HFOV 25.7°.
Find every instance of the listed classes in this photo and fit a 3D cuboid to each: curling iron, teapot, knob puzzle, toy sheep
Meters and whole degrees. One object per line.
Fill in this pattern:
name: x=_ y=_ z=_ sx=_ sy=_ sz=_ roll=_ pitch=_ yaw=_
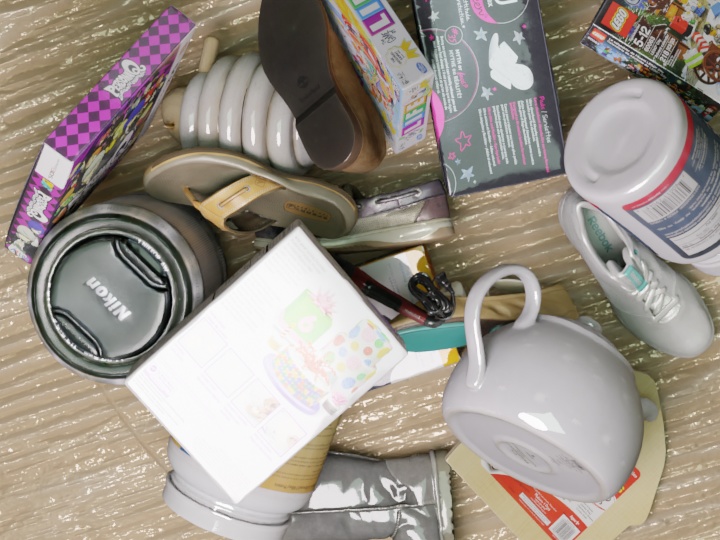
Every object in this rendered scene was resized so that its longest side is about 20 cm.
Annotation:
curling iron: x=0.000 y=0.000 z=1.450 sx=0.199 sy=0.026 sz=0.050 roll=22 pitch=70 yaw=18
teapot: x=0.175 y=0.104 z=1.423 sx=0.196 sy=0.200 sz=0.147 roll=26 pitch=71 yaw=9
knob puzzle: x=0.208 y=0.172 z=1.531 sx=0.217 sy=0.030 sz=0.222 roll=-1 pitch=98 yaw=-5
toy sheep: x=-0.095 y=-0.143 z=1.471 sx=0.198 sy=0.138 sz=0.139 roll=6 pitch=98 yaw=22

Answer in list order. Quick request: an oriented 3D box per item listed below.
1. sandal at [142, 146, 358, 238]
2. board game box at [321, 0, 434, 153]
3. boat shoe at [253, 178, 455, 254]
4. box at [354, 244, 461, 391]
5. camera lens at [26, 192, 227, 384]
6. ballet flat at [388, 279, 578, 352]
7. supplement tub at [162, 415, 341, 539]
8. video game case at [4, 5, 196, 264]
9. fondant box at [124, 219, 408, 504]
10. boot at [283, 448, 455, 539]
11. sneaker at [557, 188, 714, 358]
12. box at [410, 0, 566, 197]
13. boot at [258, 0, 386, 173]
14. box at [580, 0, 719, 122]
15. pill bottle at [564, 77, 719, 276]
sandal: x=-0.101 y=-0.059 z=1.426 sx=0.198 sy=0.081 sz=0.054 roll=15 pitch=55 yaw=-3
board game box: x=-0.002 y=-0.218 z=1.418 sx=0.034 sy=0.135 sz=0.201 roll=-29 pitch=73 yaw=-10
boat shoe: x=-0.008 y=-0.050 z=1.497 sx=0.198 sy=0.072 sz=0.066 roll=-5 pitch=87 yaw=21
box: x=-0.013 y=0.060 z=1.534 sx=0.198 sy=0.041 sz=0.120 roll=-18 pitch=95 yaw=9
camera lens: x=-0.211 y=0.012 z=1.461 sx=0.158 sy=0.200 sz=0.162 roll=1 pitch=97 yaw=4
ballet flat: x=0.110 y=0.040 z=1.490 sx=0.198 sy=0.069 sz=0.064 roll=1 pitch=62 yaw=-19
supplement tub: x=-0.093 y=0.134 z=1.455 sx=0.143 sy=0.145 sz=0.202 roll=21 pitch=97 yaw=2
video game case: x=-0.234 y=-0.121 z=1.414 sx=0.036 sy=0.200 sz=0.181 roll=36 pitch=144 yaw=-2
fondant box: x=-0.080 y=0.077 z=1.346 sx=0.200 sy=0.058 sz=0.144 roll=-41 pitch=98 yaw=5
boot: x=-0.008 y=0.257 z=1.542 sx=0.198 sy=0.073 sz=0.184 roll=-4 pitch=83 yaw=-1
sneaker: x=0.257 y=0.008 z=1.479 sx=0.075 sy=0.089 sz=0.200 roll=-42 pitch=92 yaw=7
box: x=0.116 y=-0.179 z=1.445 sx=0.114 sy=0.132 sz=0.202 roll=-10 pitch=97 yaw=3
boot: x=-0.034 y=-0.175 z=1.415 sx=0.073 sy=0.075 sz=0.202 roll=-29 pitch=70 yaw=28
box: x=0.302 y=-0.251 z=1.420 sx=0.136 sy=0.038 sz=0.201 roll=31 pitch=67 yaw=-1
pill bottle: x=0.282 y=-0.075 z=1.413 sx=0.120 sy=0.120 sz=0.199 roll=-50 pitch=133 yaw=8
